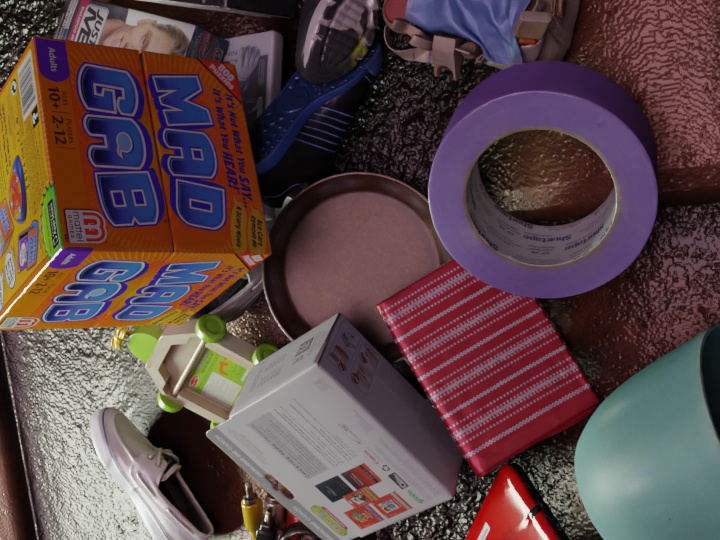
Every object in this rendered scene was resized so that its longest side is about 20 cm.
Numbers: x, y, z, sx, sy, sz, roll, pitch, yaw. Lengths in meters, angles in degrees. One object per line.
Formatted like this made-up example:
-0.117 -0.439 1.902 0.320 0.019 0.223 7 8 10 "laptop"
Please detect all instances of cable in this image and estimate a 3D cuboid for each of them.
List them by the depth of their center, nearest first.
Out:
-0.100 0.336 1.231 0.097 0.050 0.200 14 116 6 "cable"

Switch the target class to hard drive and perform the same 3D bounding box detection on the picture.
-0.184 -0.293 1.110 0.200 0.140 0.038 12 103 23 "hard drive"

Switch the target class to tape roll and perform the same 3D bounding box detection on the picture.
0.166 -0.081 0.965 0.200 0.085 0.200 6 120 11 "tape roll"

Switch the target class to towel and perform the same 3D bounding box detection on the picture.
0.125 0.084 1.050 0.144 0.022 0.200 -30 83 -3 "towel"

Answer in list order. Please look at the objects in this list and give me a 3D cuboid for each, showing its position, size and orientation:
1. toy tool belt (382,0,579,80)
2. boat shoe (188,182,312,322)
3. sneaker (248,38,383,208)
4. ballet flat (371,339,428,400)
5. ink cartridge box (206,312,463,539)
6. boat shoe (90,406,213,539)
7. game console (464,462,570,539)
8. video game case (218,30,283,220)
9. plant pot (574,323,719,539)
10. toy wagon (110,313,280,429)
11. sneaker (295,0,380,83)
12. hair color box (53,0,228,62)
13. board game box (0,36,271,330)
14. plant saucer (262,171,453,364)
0.095 -0.240 0.993 0.200 0.123 0.125 12 103 24 "toy tool belt"
-0.118 -0.012 1.152 0.074 0.065 0.200 42 113 15 "boat shoe"
-0.045 -0.150 1.083 0.200 0.078 0.070 -45 52 -14 "sneaker"
0.011 0.101 1.120 0.200 0.057 0.067 -2 96 26 "ballet flat"
-0.025 0.168 1.084 0.175 0.084 0.200 -32 111 33 "ink cartridge box"
-0.241 0.240 1.262 0.065 0.074 0.200 -33 93 21 "boat shoe"
0.196 0.303 1.052 0.172 0.119 0.200 57 142 41 "game console"
-0.167 -0.149 1.153 0.182 0.023 0.200 -2 82 31 "video game case"
0.287 0.169 0.930 0.161 0.200 0.201 -33 83 37 "plant pot"
-0.174 0.106 1.170 0.200 0.040 0.155 29 133 -6 "toy wagon"
-0.025 -0.279 1.063 0.085 0.074 0.200 12 79 43 "sneaker"
-0.248 -0.231 1.167 0.200 0.060 0.100 20 93 31 "hair color box"
-0.233 -0.071 1.012 0.200 0.200 0.200 -34 63 48 "board game box"
0.000 0.000 1.096 0.200 0.034 0.201 0 91 5 "plant saucer"
